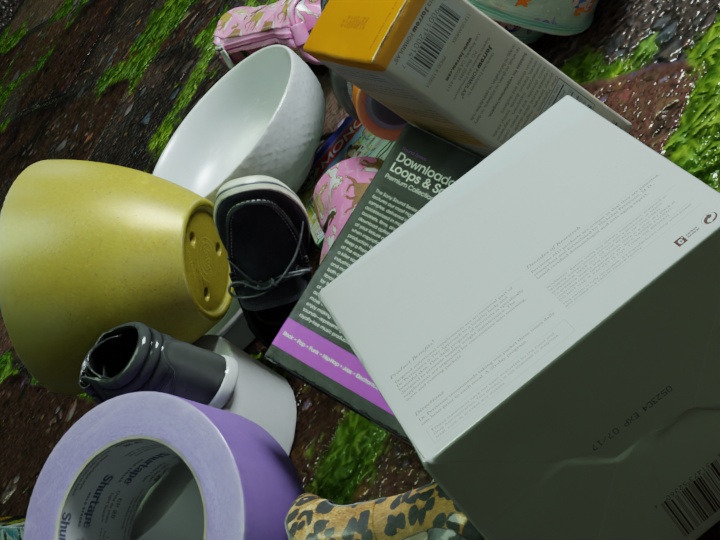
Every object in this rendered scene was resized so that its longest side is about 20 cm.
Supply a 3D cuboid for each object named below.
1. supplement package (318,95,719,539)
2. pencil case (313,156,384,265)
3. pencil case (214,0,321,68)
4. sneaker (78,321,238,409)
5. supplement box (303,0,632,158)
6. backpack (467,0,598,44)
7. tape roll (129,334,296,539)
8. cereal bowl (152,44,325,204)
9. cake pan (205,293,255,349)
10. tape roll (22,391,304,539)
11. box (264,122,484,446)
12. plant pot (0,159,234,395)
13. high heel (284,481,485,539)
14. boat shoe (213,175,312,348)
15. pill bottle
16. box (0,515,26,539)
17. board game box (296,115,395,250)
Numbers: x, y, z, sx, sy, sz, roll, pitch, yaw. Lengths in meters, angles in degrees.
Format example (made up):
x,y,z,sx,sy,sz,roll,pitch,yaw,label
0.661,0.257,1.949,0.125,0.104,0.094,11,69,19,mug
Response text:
x,y,z,sx,sy,sz,roll,pitch,yaw,label
0.113,0.042,0.780,0.191,0.147,0.200,-38,27,1,supplement package
0.000,0.000,1.133,0.082,0.087,0.201,-12,39,10,pencil case
-0.081,-0.251,1.541,0.200,0.083,0.087,3,61,59,pencil case
-0.194,0.103,1.162,0.200,0.099,0.071,-36,34,36,sneaker
0.075,-0.130,1.023,0.074,0.200,0.126,-60,28,-2,supplement box
0.115,-0.267,1.150,0.201,0.177,0.151,-101,29,-50,backpack
-0.143,0.155,1.204,0.202,0.071,0.203,-40,30,29,tape roll
-0.102,-0.107,1.342,0.200,0.083,0.201,-37,31,26,cereal bowl
-0.118,0.006,1.373,0.200,0.037,0.201,-40,31,29,cake pan
-0.141,0.193,1.046,0.199,0.085,0.201,-10,70,30,tape roll
0.044,0.011,1.013,0.143,0.036,0.201,29,83,25,box
-0.188,0.000,1.212,0.141,0.200,0.201,-5,48,19,plant pot
0.029,0.155,0.938,0.143,0.071,0.200,-46,25,-3,high heel
-0.072,-0.002,1.177,0.074,0.200,0.062,-10,52,-1,boat shoe
0.023,-0.188,1.221,0.106,0.106,0.200,-43,29,23,pill bottle
-0.267,0.276,1.219,0.200,0.040,0.138,-13,90,53,box
0.021,-0.117,1.292,0.200,0.029,0.135,-49,28,12,board game box
